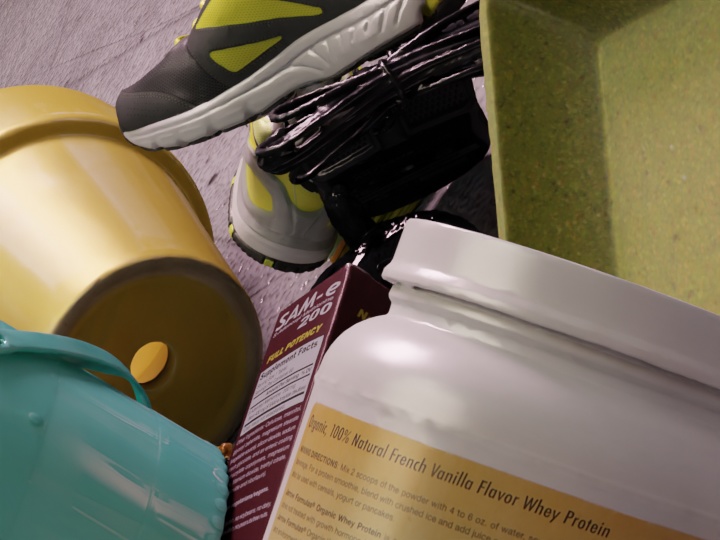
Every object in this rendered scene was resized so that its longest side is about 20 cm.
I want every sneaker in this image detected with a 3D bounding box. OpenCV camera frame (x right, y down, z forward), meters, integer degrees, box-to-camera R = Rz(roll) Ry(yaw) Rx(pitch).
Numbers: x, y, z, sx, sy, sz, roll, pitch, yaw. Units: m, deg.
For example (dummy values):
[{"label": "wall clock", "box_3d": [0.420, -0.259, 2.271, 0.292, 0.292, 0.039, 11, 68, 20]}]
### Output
[{"label": "sneaker", "box_3d": [-0.025, -0.094, 1.112, 0.077, 0.075, 0.201, 121, 153, -45]}, {"label": "sneaker", "box_3d": [-0.041, -0.120, 0.998, 0.199, 0.085, 0.074, -23, 3, 32]}]

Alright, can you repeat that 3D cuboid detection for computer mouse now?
[{"label": "computer mouse", "box_3d": [0.015, -0.074, 0.959, 0.138, 0.053, 0.200, -26, -10, -3]}]

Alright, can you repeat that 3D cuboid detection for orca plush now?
[{"label": "orca plush", "box_3d": [0.000, 0.000, 0.916, 0.105, 0.071, 0.200, -40, 0, -5]}]

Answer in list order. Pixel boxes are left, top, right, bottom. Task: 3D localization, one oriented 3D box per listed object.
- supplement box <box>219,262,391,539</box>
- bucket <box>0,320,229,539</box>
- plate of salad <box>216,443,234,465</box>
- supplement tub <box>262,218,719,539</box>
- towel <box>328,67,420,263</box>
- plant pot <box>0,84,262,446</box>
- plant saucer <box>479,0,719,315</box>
[{"label": "supplement box", "box_3d": [-0.001, 0.112, 0.793, 0.061, 0.108, 0.201, -31, 34, 52]}, {"label": "bucket", "box_3d": [-0.148, 0.116, 0.801, 0.208, 0.134, 0.208, -55, 17, 26]}, {"label": "plate of salad", "box_3d": [-0.063, 0.108, 0.937, 0.199, 0.048, 0.200, -31, 13, 8]}, {"label": "supplement tub", "box_3d": [0.038, 0.098, 0.635, 0.144, 0.143, 0.202, 15, 86, 68]}, {"label": "towel", "box_3d": [-0.006, -0.058, 1.155, 0.086, 0.018, 0.200, -55, 21, 7]}, {"label": "plant pot", "box_3d": [-0.149, 0.022, 1.155, 0.202, 0.200, 0.189, -58, 37, 1]}, {"label": "plant saucer", "box_3d": [0.121, -0.032, 0.717, 0.200, 0.048, 0.202, -24, 66, 55]}]
